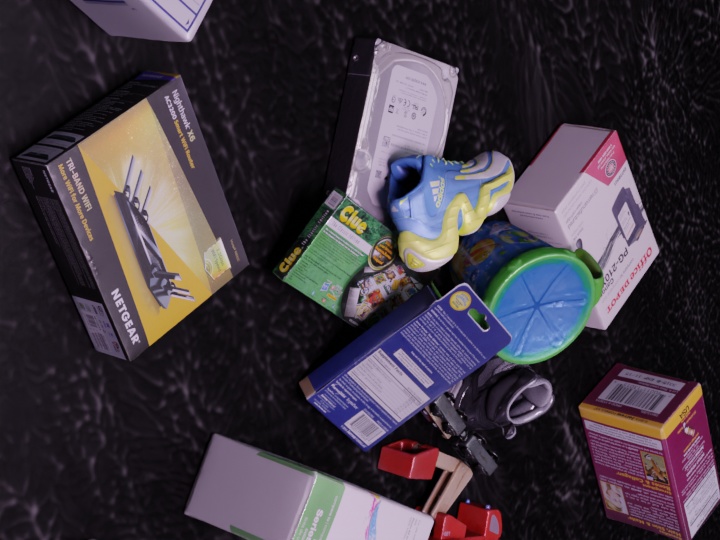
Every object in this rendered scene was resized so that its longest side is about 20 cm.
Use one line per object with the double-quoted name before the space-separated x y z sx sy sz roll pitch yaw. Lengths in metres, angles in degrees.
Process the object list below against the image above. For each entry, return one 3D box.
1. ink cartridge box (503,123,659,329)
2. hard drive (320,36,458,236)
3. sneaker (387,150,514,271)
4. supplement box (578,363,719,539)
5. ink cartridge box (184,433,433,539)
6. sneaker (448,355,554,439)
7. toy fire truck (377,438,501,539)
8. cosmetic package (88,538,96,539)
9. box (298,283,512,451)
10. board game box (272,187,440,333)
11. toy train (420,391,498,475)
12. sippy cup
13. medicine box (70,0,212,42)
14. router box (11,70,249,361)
"ink cartridge box" 0.266 -0.051 1.784 0.145 0.084 0.200 -51 132 -27
"hard drive" 0.031 -0.127 1.538 0.140 0.038 0.200 12 91 -49
"sneaker" 0.090 -0.091 1.529 0.200 0.076 0.105 -53 124 -45
"supplement box" 0.380 0.237 1.949 0.103 0.131 0.200 -42 128 -34
"ink cartridge box" -0.047 0.238 1.458 0.200 0.145 0.088 28 79 -48
"sneaker" 0.177 0.101 1.699 0.075 0.114 0.200 44 67 -45
"toy fire truck" 0.094 0.263 1.696 0.200 0.049 0.141 6 93 -49
"cosmetic package" -0.252 0.350 1.312 0.101 0.071 0.200 -13 109 -46
"box" 0.049 0.093 1.541 0.200 0.032 0.121 -36 134 7
"board game box" 0.000 0.000 1.510 0.105 0.023 0.200 -51 142 2
"toy train" 0.087 0.151 1.641 0.034 0.046 0.200 -47 118 -20
"sippy cup" 0.166 0.013 1.637 0.178 0.130 0.140 26 103 -36
"medicine box" -0.181 -0.317 1.203 0.182 0.103 0.200 40 69 -45
"router box" -0.193 -0.048 1.294 0.157 0.052 0.200 -42 128 -34
